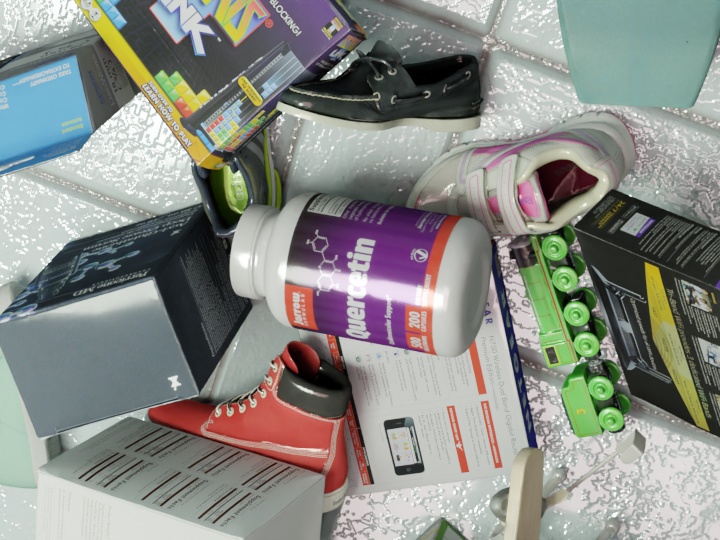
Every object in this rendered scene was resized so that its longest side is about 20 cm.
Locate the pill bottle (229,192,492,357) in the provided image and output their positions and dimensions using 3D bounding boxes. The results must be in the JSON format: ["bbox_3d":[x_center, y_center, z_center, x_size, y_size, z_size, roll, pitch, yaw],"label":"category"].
[{"bbox_3d":[0.000,0.000,1.483,0.198,0.112,0.113,9,112,17],"label":"pill bottle"}]

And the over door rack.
[{"bbox_3d":[0.228,0.227,1.588,0.148,0.067,0.200,43,132,-6],"label":"over door rack"}]

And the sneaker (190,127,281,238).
[{"bbox_3d":[-0.111,-0.119,1.522,0.073,0.081,0.202,-10,106,13],"label":"sneaker"}]

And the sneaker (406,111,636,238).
[{"bbox_3d":[0.125,-0.068,1.496,0.199,0.088,0.082,-22,105,17],"label":"sneaker"}]

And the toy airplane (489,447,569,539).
[{"bbox_3d":[0.130,0.278,1.508,0.141,0.200,0.200,0,130,56],"label":"toy airplane"}]

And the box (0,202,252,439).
[{"bbox_3d":[-0.193,0.037,1.531,0.147,0.200,0.108,-16,107,15],"label":"box"}]

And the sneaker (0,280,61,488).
[{"bbox_3d":[-0.340,0.108,1.648,0.117,0.074,0.202,-2,112,4],"label":"sneaker"}]

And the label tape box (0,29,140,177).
[{"bbox_3d":[-0.268,-0.133,1.482,0.143,0.200,0.064,-16,106,15],"label":"label tape box"}]

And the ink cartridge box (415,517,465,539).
[{"bbox_3d":[0.040,0.303,1.585,0.059,0.200,0.104,42,111,-3],"label":"ink cartridge box"}]

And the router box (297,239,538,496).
[{"bbox_3d":[0.048,0.087,1.587,0.178,0.049,0.202,-8,108,13],"label":"router box"}]

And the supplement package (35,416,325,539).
[{"bbox_3d":[-0.153,0.254,1.543,0.199,0.147,0.193,14,111,24],"label":"supplement package"}]

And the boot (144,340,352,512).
[{"bbox_3d":[-0.097,0.111,1.587,0.199,0.072,0.145,17,121,23],"label":"boot"}]

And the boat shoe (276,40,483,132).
[{"bbox_3d":[0.021,-0.147,1.448,0.198,0.074,0.067,-1,110,-35],"label":"boat shoe"}]

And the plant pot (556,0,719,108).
[{"bbox_3d":[0.216,-0.232,1.395,0.140,0.142,0.201,3,117,9],"label":"plant pot"}]

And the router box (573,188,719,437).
[{"bbox_3d":[0.263,0.045,1.448,0.157,0.052,0.201,27,151,43],"label":"router box"}]

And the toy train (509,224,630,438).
[{"bbox_3d":[0.177,0.051,1.558,0.056,0.042,0.201,-13,107,25],"label":"toy train"}]

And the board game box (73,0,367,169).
[{"bbox_3d":[-0.119,-0.209,1.462,0.165,0.057,0.200,-41,79,13],"label":"board game box"}]
